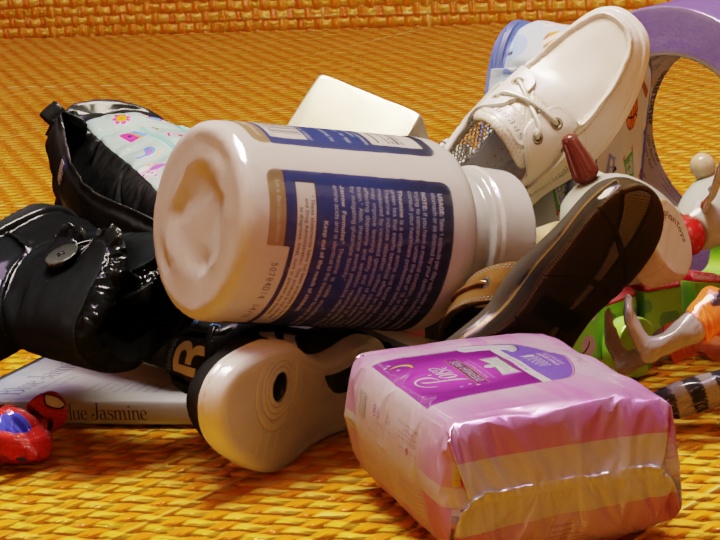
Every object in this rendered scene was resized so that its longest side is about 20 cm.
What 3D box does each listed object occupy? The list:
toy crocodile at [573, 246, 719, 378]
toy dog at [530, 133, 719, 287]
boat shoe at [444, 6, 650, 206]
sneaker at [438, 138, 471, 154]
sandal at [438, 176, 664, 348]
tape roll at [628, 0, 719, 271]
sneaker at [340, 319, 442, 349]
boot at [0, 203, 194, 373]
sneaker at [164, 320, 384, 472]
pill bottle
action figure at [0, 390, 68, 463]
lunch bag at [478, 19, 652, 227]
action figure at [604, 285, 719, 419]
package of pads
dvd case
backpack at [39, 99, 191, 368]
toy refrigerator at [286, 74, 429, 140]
[{"bbox_3d":[0.173,0.026,1.726,0.200,0.062,0.067,-13,13,-36],"label":"toy crocodile"},{"bbox_3d":[0.162,-0.044,1.644,0.132,0.097,0.200,-15,4,13],"label":"toy dog"},{"bbox_3d":[0.098,-0.082,1.707,0.071,0.200,0.069,43,7,23],"label":"boat shoe"},{"bbox_3d":[0.071,-0.040,1.936,0.200,0.081,0.075,32,15,19],"label":"sneaker"},{"bbox_3d":[0.082,0.020,1.541,0.082,0.200,0.055,30,13,-46],"label":"sandal"},{"bbox_3d":[0.238,-0.091,1.952,0.200,0.200,0.085,3,14,38],"label":"tape roll"},{"bbox_3d":[0.000,0.000,1.669,0.200,0.082,0.070,25,-15,-22],"label":"sneaker"},{"bbox_3d":[-0.199,0.028,1.603,0.200,0.077,0.168,-33,25,-27],"label":"boot"},{"bbox_3d":[-0.075,0.063,1.579,0.112,0.073,0.200,12,7,24],"label":"sneaker"},{"bbox_3d":[-0.006,-0.022,1.567,0.200,0.111,0.111,4,4,-32],"label":"pill bottle"},{"bbox_3d":[-0.234,0.100,1.567,0.065,0.052,0.200,-4,7,38],"label":"action figure"},{"bbox_3d":[0.134,-0.057,1.817,0.075,0.200,0.160,6,-2,26],"label":"lunch bag"},{"bbox_3d":[0.237,0.049,1.586,0.193,0.105,0.200,1,-19,-1],"label":"action figure"},{"bbox_3d":[0.072,0.085,1.409,0.120,0.076,0.200,-6,10,-13],"label":"package of pads"},{"bbox_3d":[-0.133,0.071,1.748,0.200,0.018,0.143,-1,12,21],"label":"dvd case"},{"bbox_3d":[-0.117,-0.017,1.755,0.126,0.167,0.200,-15,24,-26],"label":"backpack"},{"bbox_3d":[0.007,-0.035,1.791,0.076,0.070,0.200,23,-21,21],"label":"toy refrigerator"}]
